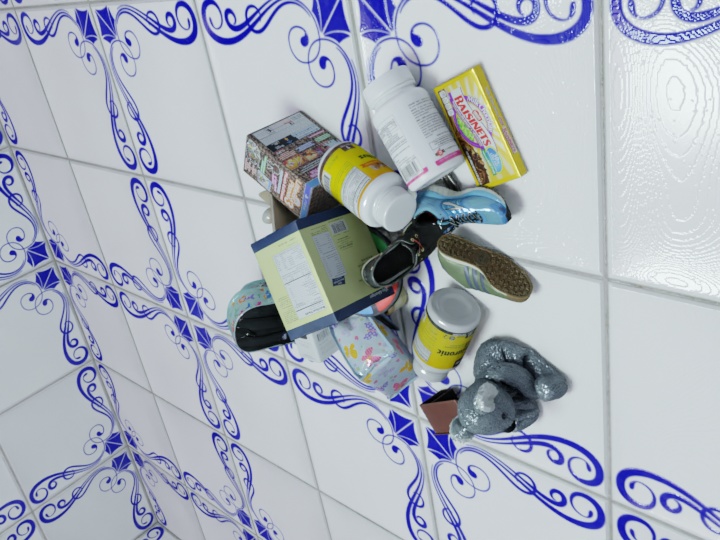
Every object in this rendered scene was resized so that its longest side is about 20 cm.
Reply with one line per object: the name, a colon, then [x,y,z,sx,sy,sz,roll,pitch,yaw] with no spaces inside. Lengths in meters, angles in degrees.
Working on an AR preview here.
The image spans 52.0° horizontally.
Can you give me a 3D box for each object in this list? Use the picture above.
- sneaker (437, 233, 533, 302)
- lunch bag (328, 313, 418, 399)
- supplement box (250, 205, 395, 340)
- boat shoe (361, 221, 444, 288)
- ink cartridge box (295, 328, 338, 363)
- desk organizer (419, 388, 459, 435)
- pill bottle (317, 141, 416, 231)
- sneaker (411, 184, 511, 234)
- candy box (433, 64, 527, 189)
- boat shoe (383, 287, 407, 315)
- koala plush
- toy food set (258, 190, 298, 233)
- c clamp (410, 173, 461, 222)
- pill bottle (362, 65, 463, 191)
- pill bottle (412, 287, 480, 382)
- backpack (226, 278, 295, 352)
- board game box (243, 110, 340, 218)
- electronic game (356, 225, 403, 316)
sneaker: [0.233,0.007,1.406,0.199,0.067,0.090,31,158,16]
lunch bag: [0.026,0.159,1.631,0.200,0.127,0.170,53,-173,37]
supplement box: [-0.069,-0.002,1.432,0.133,0.199,0.202,-22,91,39]
boat shoe: [0.093,-0.036,1.393,0.074,0.201,0.063,56,167,-14]
ink cartridge box: [-0.096,0.093,1.758,0.083,0.145,0.202,11,124,46]
desk organizer: [0.206,0.301,1.591,0.078,0.071,0.200,59,158,2]
pill bottle: [0.014,-0.156,1.389,0.200,0.108,0.110,42,142,37]
sneaker: [0.180,-0.096,1.337,0.198,0.090,0.079,6,144,37]
candy box: [0.206,-0.243,1.278,0.102,0.026,0.202,-16,103,50]
boat shoe: [0.031,0.001,1.616,0.071,0.064,0.201,-30,92,53]
koala plush: [0.256,0.246,1.427,0.184,0.199,0.178,45,142,15]
toy food set: [-0.156,-0.063,1.558,0.060,0.201,0.143,-31,135,23]
c clamp: [0.107,-0.162,1.445,0.199,0.027,0.172,-20,101,52]
pill bottle: [0.092,-0.254,1.322,0.113,0.113,0.201,-31,88,53]
pill bottle: [0.169,0.140,1.524,0.111,0.111,0.201,39,140,22]
backpack: [-0.245,0.114,1.900,0.151,0.198,0.179,52,149,41]
board game box: [-0.121,-0.221,1.550,0.200,0.159,0.097,40,141,21]
electronic game: [0.000,0.000,1.536,0.198,0.042,0.202,11,111,29]
